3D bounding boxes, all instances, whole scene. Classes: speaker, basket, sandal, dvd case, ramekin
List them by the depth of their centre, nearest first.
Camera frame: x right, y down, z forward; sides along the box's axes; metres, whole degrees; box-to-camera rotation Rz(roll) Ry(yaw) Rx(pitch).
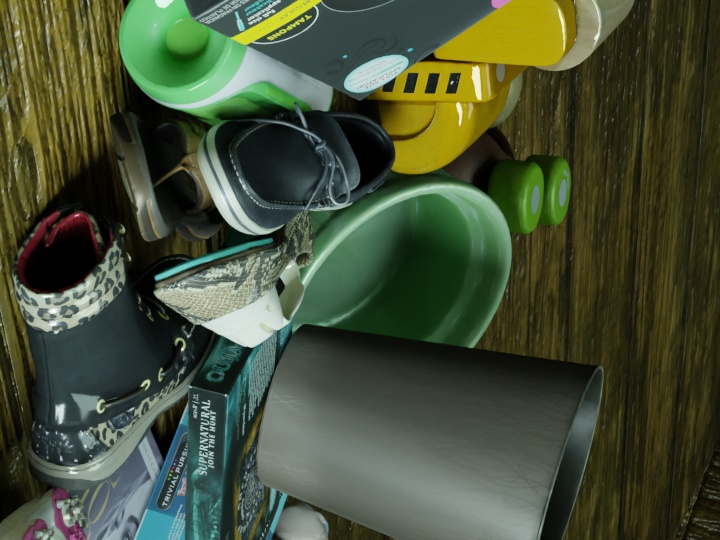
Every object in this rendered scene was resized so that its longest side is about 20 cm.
[{"bbox_3d":[-0.107,-0.057,1.521,0.200,0.054,0.082,28,42,-76],"label":"sandal"},{"bbox_3d":[-0.080,-0.128,1.550,0.200,0.088,0.089,21,86,-72],"label":"speaker"},{"bbox_3d":[-0.183,0.185,1.627,0.149,0.016,0.200,77,33,-57],"label":"dvd case"},{"bbox_3d":[0.043,0.112,1.646,0.180,0.200,0.136,-61,161,-49],"label":"basket"},{"bbox_3d":[0.000,0.000,1.768,0.200,0.098,0.200,-24,135,-25],"label":"ramekin"}]

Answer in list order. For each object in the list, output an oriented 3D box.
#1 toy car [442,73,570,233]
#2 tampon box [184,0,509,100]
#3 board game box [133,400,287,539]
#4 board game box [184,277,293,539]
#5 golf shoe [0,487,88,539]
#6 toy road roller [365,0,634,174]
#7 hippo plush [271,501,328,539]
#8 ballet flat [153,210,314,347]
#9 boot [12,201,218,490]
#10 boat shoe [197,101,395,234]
[{"bbox_3d":[0.072,-0.138,1.904,0.158,0.164,0.201,-15,110,-70],"label":"toy car"},{"bbox_3d":[-0.011,-0.208,1.450,0.200,0.150,0.126,18,44,-59],"label":"tampon box"},{"bbox_3d":[-0.106,0.180,1.775,0.200,0.047,0.151,79,29,-65],"label":"board game box"},{"bbox_3d":[-0.080,0.116,1.633,0.135,0.028,0.200,-62,162,-51],"label":"board game box"},{"bbox_3d":[-0.209,0.175,1.461,0.200,0.091,0.076,-4,80,-84],"label":"golf shoe"},{"bbox_3d":[0.077,-0.141,1.625,0.123,0.200,0.146,-45,134,-56],"label":"toy road roller"},{"bbox_3d":[-0.016,0.300,1.998,0.200,0.160,0.159,85,27,-49],"label":"hippo plush"},{"bbox_3d":[-0.066,0.005,1.536,0.075,0.068,0.200,67,20,-9],"label":"ballet flat"},{"bbox_3d":[-0.145,0.017,1.508,0.204,0.073,0.154,-57,153,-46],"label":"boot"},{"bbox_3d":[-0.038,-0.067,1.519,0.200,0.062,0.075,-10,75,-64],"label":"boat shoe"}]
